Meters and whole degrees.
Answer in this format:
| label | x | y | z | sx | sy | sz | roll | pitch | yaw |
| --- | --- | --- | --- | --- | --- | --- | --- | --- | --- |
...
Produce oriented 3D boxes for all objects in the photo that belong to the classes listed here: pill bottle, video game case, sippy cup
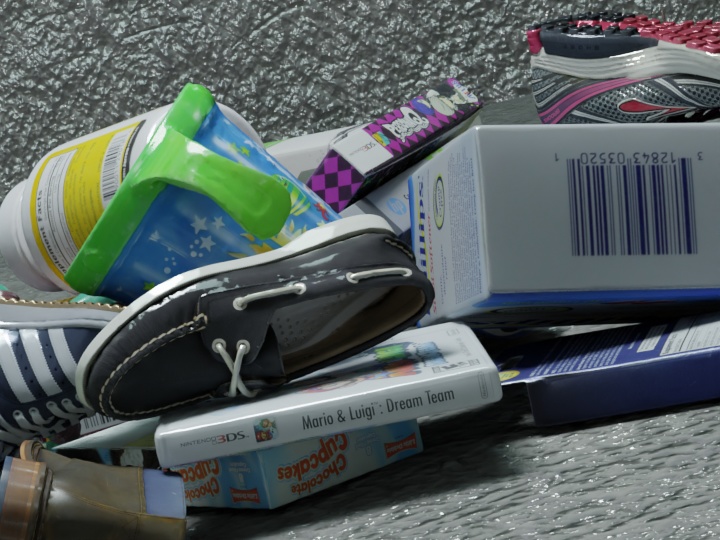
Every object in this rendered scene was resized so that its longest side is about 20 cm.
| label | x | y | z | sx | sy | sz | roll | pitch | yaw |
| --- | --- | --- | --- | --- | --- | --- | --- | --- | --- |
| pill bottle | -0.156 | -0.041 | 1.694 | 0.111 | 0.112 | 0.200 | -20 | 4 | -40 |
| video game case | -0.020 | 0.066 | 1.410 | 0.182 | 0.024 | 0.200 | -11 | 6 | -1 |
| sippy cup | -0.080 | -0.017 | 1.460 | 0.140 | 0.130 | 0.178 | -57 | 5 | 17 |
| video game case | -0.016 | -0.029 | 1.722 | 0.200 | 0.036 | 0.181 | -53 | -10 | 33 |

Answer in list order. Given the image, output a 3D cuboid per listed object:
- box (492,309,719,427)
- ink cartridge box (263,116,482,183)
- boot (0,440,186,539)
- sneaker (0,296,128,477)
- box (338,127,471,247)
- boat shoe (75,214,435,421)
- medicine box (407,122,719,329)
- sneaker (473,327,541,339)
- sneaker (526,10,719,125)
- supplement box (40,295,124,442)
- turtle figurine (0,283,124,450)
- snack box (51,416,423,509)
| label | x | y | z | sx | sy | sz | roll | pitch | yaw |
| --- | --- | --- | --- | --- | --- | --- | --- | --- | --- |
| box | 0.169 | 0.051 | 1.434 | 0.200 | 0.032 | 0.121 | -9 | 7 | 15 |
| ink cartridge box | -0.001 | -0.033 | 1.907 | 0.200 | 0.146 | 0.084 | -10 | 9 | 28 |
| boot | -0.140 | 0.133 | 1.345 | 0.097 | 0.075 | 0.200 | 10 | -1 | -3 |
| sneaker | -0.176 | 0.074 | 1.433 | 0.200 | 0.109 | 0.070 | 4 | -16 | 22 |
| box | 0.000 | 0.000 | 1.680 | 0.200 | 0.041 | 0.156 | -33 | -16 | -49 |
| boat shoe | -0.054 | 0.035 | 1.362 | 0.200 | 0.074 | 0.060 | -21 | 47 | -23 |
| medicine box | 0.137 | -0.024 | 1.525 | 0.182 | 0.103 | 0.200 | -2 | -7 | -10 |
| sneaker | 0.080 | 0.021 | 1.713 | 0.077 | 0.076 | 0.200 | -40 | 2 | 7 |
| sneaker | 0.192 | -0.111 | 1.526 | 0.200 | 0.075 | 0.081 | 9 | 20 | 40 |
| supplement box | -0.176 | 0.067 | 1.716 | 0.110 | 0.086 | 0.200 | -16 | 8 | -13 |
| turtle figurine | -0.193 | 0.059 | 1.551 | 0.200 | 0.150 | 0.101 | -22 | 6 | -14 |
| snack box | -0.073 | 0.102 | 1.461 | 0.116 | 0.037 | 0.200 | -18 | 9 | -39 |
